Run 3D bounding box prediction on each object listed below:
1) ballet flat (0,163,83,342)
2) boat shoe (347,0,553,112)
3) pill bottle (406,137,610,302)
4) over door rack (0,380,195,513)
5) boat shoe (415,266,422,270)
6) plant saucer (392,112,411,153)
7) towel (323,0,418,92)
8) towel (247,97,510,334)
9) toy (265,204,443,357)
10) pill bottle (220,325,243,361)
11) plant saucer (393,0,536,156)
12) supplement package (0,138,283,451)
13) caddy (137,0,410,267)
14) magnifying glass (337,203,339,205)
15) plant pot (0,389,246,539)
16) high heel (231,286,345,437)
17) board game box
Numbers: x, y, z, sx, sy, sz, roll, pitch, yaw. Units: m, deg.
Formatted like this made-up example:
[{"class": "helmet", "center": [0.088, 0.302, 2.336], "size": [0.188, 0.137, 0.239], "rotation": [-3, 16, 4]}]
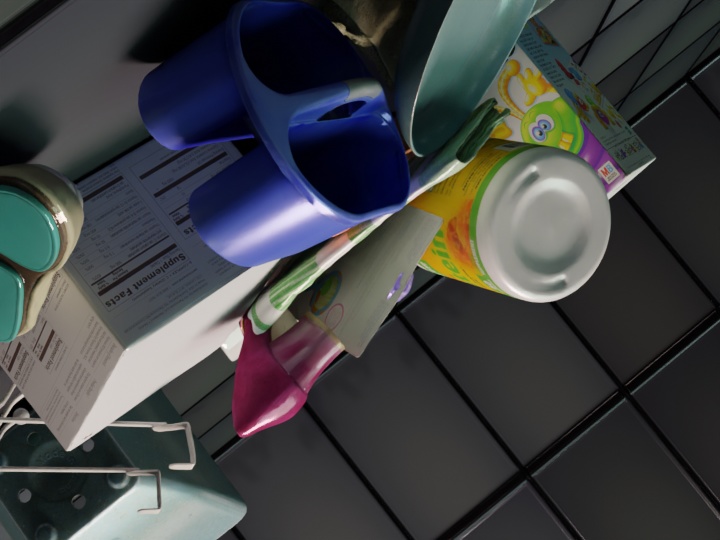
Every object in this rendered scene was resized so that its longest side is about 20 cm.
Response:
[{"class": "ballet flat", "center": [-0.194, -0.024, 0.950], "size": [0.069, 0.070, 0.200], "rotation": [-35, 174, -31]}, {"class": "boat shoe", "center": [0.060, -0.181, 1.225], "size": [0.200, 0.071, 0.070], "rotation": [-36, -171, -3]}, {"class": "pill bottle", "center": [0.089, -0.046, 1.249], "size": [0.111, 0.111, 0.200], "rotation": [-37, -157, -18]}, {"class": "over door rack", "center": [-0.231, 0.121, 1.257], "size": [0.148, 0.199, 0.067], "rotation": [127, -25, -63]}, {"class": "boat shoe", "center": [0.027, -0.035, 1.372], "size": [0.200, 0.074, 0.063], "rotation": [-11, -158, -16]}, {"class": "plant saucer", "center": [-0.017, -0.088, 1.267], "size": [0.199, 0.032, 0.200], "rotation": [-23, -172, 3]}, {"class": "towel", "center": [0.054, -0.191, 1.095], "size": [0.148, 0.037, 0.200], "rotation": [-45, 162, 4]}, {"class": "towel", "center": [0.012, -0.039, 1.144], "size": [0.200, 0.023, 0.153], "rotation": [-37, -174, 26]}, {"class": "toy", "center": [0.000, 0.000, 1.253], "size": [0.116, 0.047, 0.200], "rotation": [-59, -150, -2]}, {"class": "pill bottle", "center": [-0.061, -0.016, 1.441], "size": [0.200, 0.115, 0.114], "rotation": [-38, 173, -6]}, {"class": "plant saucer", "center": [0.072, -0.166, 1.027], "size": [0.201, 0.027, 0.200], "rotation": [-55, 165, -22]}, {"class": "supplement package", "center": [-0.155, 0.011, 1.132], "size": [0.155, 0.111, 0.200], "rotation": [-35, 172, -31]}, {"class": "caddy", "center": [-0.037, -0.086, 0.963], "size": [0.105, 0.142, 0.200], "rotation": [-26, 178, 21]}, {"class": "magnifying glass", "center": [-0.033, -0.039, 1.153], "size": [0.079, 0.023, 0.200], "rotation": [-25, -171, -7]}, {"class": "plant pot", "center": [-0.255, 0.199, 1.548], "size": [0.196, 0.196, 0.200], "rotation": [-39, 163, -3]}, {"class": "high heel", "center": [-0.077, 0.070, 1.210], "size": [0.096, 0.067, 0.200], "rotation": [-44, -159, -9]}, {"class": "board game box", "center": [0.133, -0.130, 1.364], "size": [0.103, 0.200, 0.105], "rotation": [-42, 173, 24]}]
